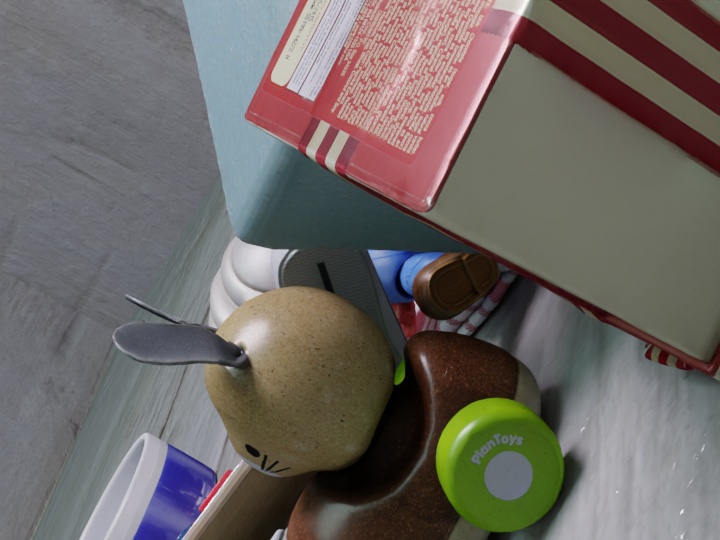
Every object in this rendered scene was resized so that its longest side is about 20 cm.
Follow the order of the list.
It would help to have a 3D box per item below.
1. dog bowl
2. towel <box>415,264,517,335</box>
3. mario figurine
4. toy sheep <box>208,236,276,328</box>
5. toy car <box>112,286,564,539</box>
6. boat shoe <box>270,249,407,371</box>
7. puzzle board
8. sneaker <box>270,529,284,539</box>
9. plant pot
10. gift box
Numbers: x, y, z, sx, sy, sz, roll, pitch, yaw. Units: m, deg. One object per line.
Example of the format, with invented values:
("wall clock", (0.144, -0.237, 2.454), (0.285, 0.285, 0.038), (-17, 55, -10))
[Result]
("dog bowl", (-0.218, 0.262, 1.461), (0.201, 0.078, 0.200), (-58, 11, 18))
("towel", (0.052, 0.006, 0.971), (0.200, 0.030, 0.147), (-52, 15, 41))
("mario figurine", (0.000, 0.000, 0.906), (0.200, 0.105, 0.125), (-22, 44, 67))
("toy sheep", (-0.047, 0.030, 1.091), (0.139, 0.136, 0.201), (-72, -13, -45))
("toy car", (-0.029, 0.074, 0.717), (0.159, 0.199, 0.164), (-60, 10, 3))
("boat shoe", (-0.005, 0.037, 0.838), (0.067, 0.073, 0.202), (-103, 4, -51))
("puzzle board", (-0.080, 0.164, 0.956), (0.201, 0.017, 0.151), (-52, -18, -23))
("sneaker", (-0.052, 0.204, 0.859), (0.115, 0.075, 0.200), (-51, 4, 3))
("plant pot", (0.041, -0.146, 0.726), (0.201, 0.194, 0.197), (119, 145, -48))
("gift box", (0.090, -0.082, 0.566), (0.186, 0.186, 0.200), (-60, 29, 7))
